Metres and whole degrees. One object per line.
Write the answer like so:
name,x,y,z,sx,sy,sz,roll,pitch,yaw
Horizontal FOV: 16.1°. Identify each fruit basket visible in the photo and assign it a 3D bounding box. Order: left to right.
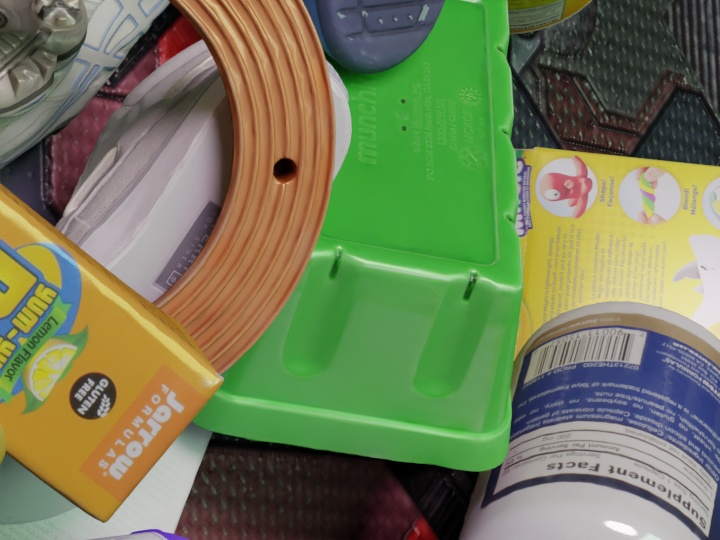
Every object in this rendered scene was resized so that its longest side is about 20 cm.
fruit basket,0.000,0.000,1.047,0.155,0.216,0.216,10,72,-12

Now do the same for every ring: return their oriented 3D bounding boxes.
ring,-0.106,-0.040,0.847,0.200,0.019,0.201,-5,105,-18

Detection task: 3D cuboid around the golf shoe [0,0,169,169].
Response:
golf shoe,-0.114,-0.104,0.982,0.078,0.097,0.200,36,49,10

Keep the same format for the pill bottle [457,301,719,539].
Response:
pill bottle,0.097,0.110,1.037,0.111,0.111,0.200,56,29,-22

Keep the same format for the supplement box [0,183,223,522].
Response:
supplement box,-0.139,-0.007,0.798,0.200,0.069,0.067,40,87,-24

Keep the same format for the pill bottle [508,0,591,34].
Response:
pill bottle,0.065,-0.164,1.100,0.200,0.109,0.109,61,21,-86

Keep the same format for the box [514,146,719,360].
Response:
box,0.145,0.010,1.189,0.200,0.048,0.117,7,72,-1

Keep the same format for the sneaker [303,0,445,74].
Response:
sneaker,-0.019,-0.171,0.983,0.074,0.082,0.200,-6,85,-46

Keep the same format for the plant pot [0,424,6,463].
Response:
plant pot,-0.237,0.073,0.739,0.201,0.201,0.189,45,68,-31

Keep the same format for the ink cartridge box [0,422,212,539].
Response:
ink cartridge box,-0.141,0.102,0.928,0.146,0.048,0.200,39,57,-34

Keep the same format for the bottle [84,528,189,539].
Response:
bottle,-0.081,0.134,0.903,0.200,0.065,0.084,-1,81,-47

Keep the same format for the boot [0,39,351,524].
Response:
boot,-0.083,-0.001,0.925,0.074,0.096,0.200,42,88,-22
